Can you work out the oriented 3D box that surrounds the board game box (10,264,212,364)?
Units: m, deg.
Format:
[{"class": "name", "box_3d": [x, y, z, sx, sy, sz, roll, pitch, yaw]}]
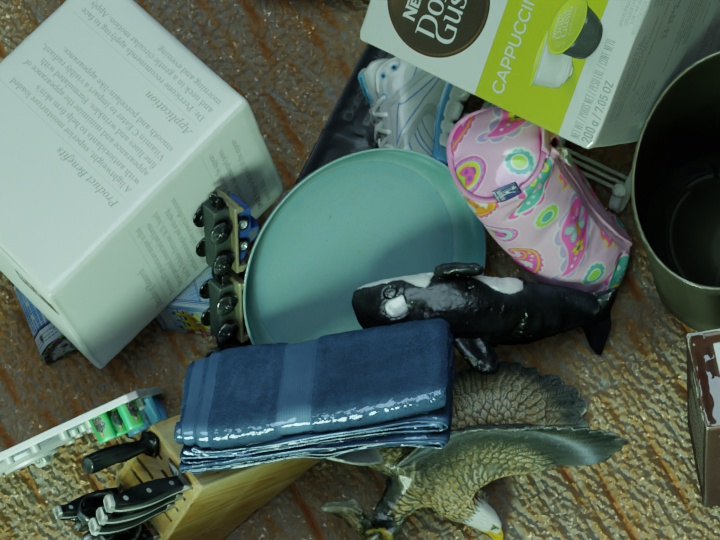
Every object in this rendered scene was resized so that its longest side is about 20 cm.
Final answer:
[{"class": "board game box", "box_3d": [-0.180, -0.020, 1.743, 0.199, 0.062, 0.201, -26, 67, -2]}]

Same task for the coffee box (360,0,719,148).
[{"class": "coffee box", "box_3d": [0.150, -0.220, 1.575, 0.197, 0.200, 0.201, 28, 109, 22]}]

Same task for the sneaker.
[{"class": "sneaker", "box_3d": [0.031, -0.116, 1.725, 0.086, 0.075, 0.201, 22, 71, -14]}]

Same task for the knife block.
[{"class": "knife block", "box_3d": [-0.120, 0.140, 1.612, 0.200, 0.176, 0.064, -38, 70, -7]}]

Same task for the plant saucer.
[{"class": "plant saucer", "box_3d": [0.000, 0.000, 1.657, 0.200, 0.201, 0.027, -39, 34, -7]}]

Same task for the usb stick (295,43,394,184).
[{"class": "usb stick", "box_3d": [0.011, -0.136, 1.774, 0.055, 0.033, 0.201, 20, 74, 22]}]

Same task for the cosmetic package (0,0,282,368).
[{"class": "cosmetic package", "box_3d": [-0.191, -0.071, 1.642, 0.200, 0.165, 0.165, -44, 69, -9]}]

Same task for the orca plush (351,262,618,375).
[{"class": "orca plush", "box_3d": [0.094, 0.050, 1.642, 0.199, 0.105, 0.072, 10, 61, -25]}]

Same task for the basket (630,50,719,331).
[{"class": "basket", "box_3d": [0.266, -0.038, 1.608, 0.135, 0.200, 0.181, 14, 73, 12]}]

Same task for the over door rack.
[{"class": "over door rack", "box_3d": [0.184, -0.164, 1.740, 0.147, 0.067, 0.201, 27, 76, 16]}]

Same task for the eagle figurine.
[{"class": "eagle figurine", "box_3d": [0.076, 0.138, 1.616, 0.200, 0.151, 0.152, -41, 59, 4]}]

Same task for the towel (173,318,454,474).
[{"class": "towel", "box_3d": [-0.029, 0.089, 1.576, 0.199, 0.049, 0.112, -10, 33, 11]}]

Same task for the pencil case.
[{"class": "pencil case", "box_3d": [0.134, -0.047, 1.632, 0.087, 0.200, 0.088, -11, 60, 21]}]

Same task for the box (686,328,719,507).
[{"class": "box", "box_3d": [0.281, 0.099, 1.555, 0.099, 0.200, 0.075, -10, 66, 4]}]

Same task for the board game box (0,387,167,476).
[{"class": "board game box", "box_3d": [-0.238, 0.139, 1.624, 0.199, 0.200, 0.026, -25, 88, -1]}]

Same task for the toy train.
[{"class": "toy train", "box_3d": [-0.094, 0.021, 1.652, 0.046, 0.201, 0.034, -25, 45, -26]}]
